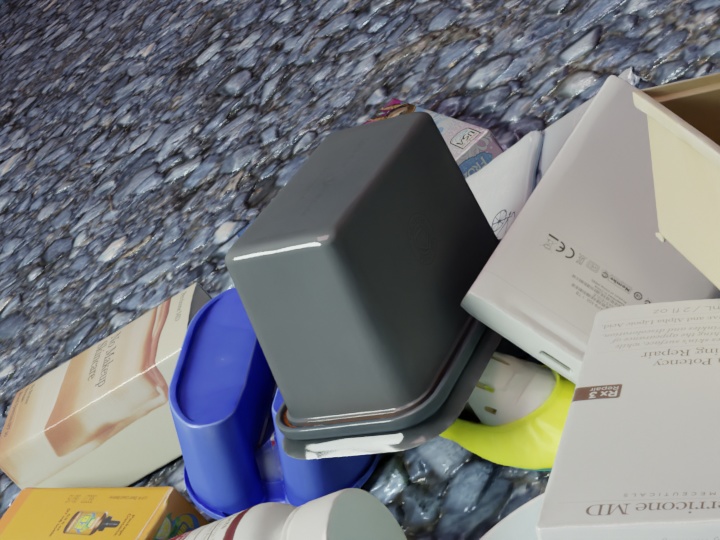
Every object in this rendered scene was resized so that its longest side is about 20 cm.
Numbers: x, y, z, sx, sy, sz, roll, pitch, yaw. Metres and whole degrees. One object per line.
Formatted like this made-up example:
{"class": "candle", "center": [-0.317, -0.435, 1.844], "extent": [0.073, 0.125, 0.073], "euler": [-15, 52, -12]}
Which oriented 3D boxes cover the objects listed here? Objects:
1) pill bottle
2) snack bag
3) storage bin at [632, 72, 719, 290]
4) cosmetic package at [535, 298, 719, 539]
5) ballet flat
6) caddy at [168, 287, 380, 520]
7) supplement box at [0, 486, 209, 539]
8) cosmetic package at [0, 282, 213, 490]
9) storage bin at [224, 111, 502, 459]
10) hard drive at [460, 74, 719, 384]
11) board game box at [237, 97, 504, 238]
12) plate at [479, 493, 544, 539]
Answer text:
{"class": "pill bottle", "center": [-0.072, 0.202, 0.816], "extent": [0.200, 0.114, 0.114], "euler": [-24, 29, 26]}
{"class": "snack bag", "center": [0.116, -0.035, 0.988], "extent": [0.200, 0.021, 0.189], "euler": [-33, 31, 45]}
{"class": "storage bin", "center": [0.275, -0.044, 0.725], "extent": [0.198, 0.094, 0.200], "euler": [-14, 25, -7]}
{"class": "cosmetic package", "center": [0.155, 0.092, 0.683], "extent": [0.101, 0.074, 0.200], "euler": [-6, 24, 20]}
{"class": "ballet flat", "center": [0.076, 0.079, 0.881], "extent": [0.067, 0.067, 0.200], "euler": [-48, 27, -22]}
{"class": "caddy", "center": [-0.056, 0.094, 0.989], "extent": [0.141, 0.105, 0.200], "euler": [-7, 33, 11]}
{"class": "supplement box", "center": [-0.195, 0.203, 1.032], "extent": [0.200, 0.069, 0.067], "euler": [-11, 37, 46]}
{"class": "cosmetic package", "center": [-0.192, 0.110, 1.154], "extent": [0.200, 0.087, 0.103], "euler": [-31, 26, 15]}
{"class": "storage bin", "center": [0.000, 0.000, 0.868], "extent": [0.145, 0.135, 0.200], "euler": [-10, 27, 33]}
{"class": "hard drive", "center": [0.165, -0.018, 0.863], "extent": [0.200, 0.132, 0.027], "euler": [-54, -5, -30]}
{"class": "board game box", "center": [0.006, -0.061, 1.228], "extent": [0.200, 0.043, 0.199], "euler": [-42, 27, -8]}
{"class": "plate", "center": [0.112, 0.184, 0.710], "extent": [0.200, 0.026, 0.200], "euler": [-30, 28, 17]}
